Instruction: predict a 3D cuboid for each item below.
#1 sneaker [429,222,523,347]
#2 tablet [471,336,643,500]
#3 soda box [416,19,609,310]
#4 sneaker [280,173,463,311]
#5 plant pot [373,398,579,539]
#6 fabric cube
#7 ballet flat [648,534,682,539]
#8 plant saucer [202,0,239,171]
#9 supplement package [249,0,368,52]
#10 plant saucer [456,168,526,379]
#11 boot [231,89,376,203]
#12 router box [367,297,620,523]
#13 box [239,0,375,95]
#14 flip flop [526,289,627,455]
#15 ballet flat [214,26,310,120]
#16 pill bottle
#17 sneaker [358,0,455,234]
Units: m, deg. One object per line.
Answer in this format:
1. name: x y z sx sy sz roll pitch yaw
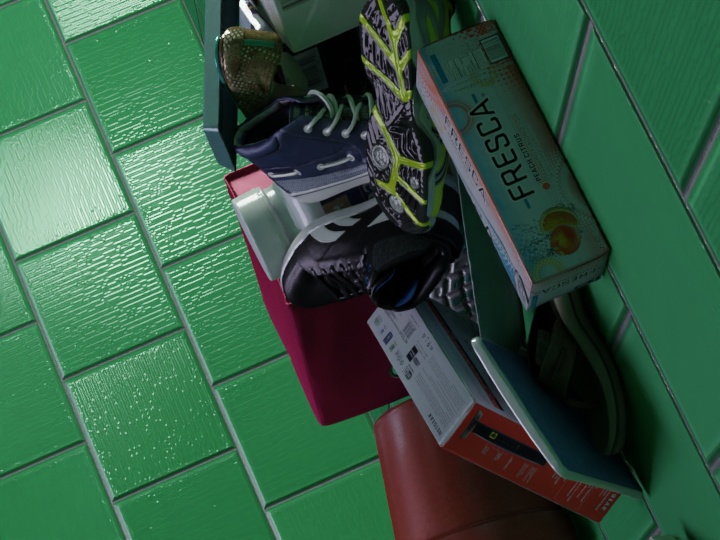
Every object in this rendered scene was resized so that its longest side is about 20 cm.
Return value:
1. sneaker: 0.096 0.020 1.851 0.091 0.077 0.200 -114 7 -47
2. tablet: 0.155 0.118 1.548 0.130 0.014 0.200 57 -165 23
3. soda box: 0.107 -0.077 1.444 0.068 0.063 0.200 86 160 -71
4. sneaker: 0.000 0.000 1.682 0.073 0.200 0.112 40 -144 -26
5. plant pot: 0.108 0.226 2.002 0.201 0.200 0.196 85 168 -70
6. fabric cube: 0.001 -0.003 1.999 0.200 0.196 0.200 77 169 -49
7. ballet flat: 0.235 0.241 1.536 0.200 0.067 0.067 78 -171 -67
8. plant saucer: -0.121 -0.187 1.724 0.070 0.019 0.201 70 -164 -60
9. supplement package: -0.049 -0.290 1.733 0.200 0.120 0.121 -125 12 -63
10. plant saucer: 0.106 -0.014 1.601 0.200 0.036 0.201 -8 -90 -86
11. boot: -0.010 -0.118 1.656 0.090 0.200 0.073 33 -135 -40
12. router box: 0.114 0.109 1.674 0.179 0.049 0.200 28 -164 -30
13. box: -0.024 -0.175 1.871 0.115 0.132 0.200 -122 11 -50
14. flip flop: 0.152 0.053 1.539 0.200 0.057 0.081 66 174 -17
15. ballet flat: -0.074 -0.147 1.729 0.200 0.065 0.071 64 -154 -68
16. pill bottle: -0.010 -0.071 1.796 0.111 0.200 0.111 63 175 9
17. sneaker: 0.051 -0.124 1.554 0.075 0.076 0.201 23 124 42
